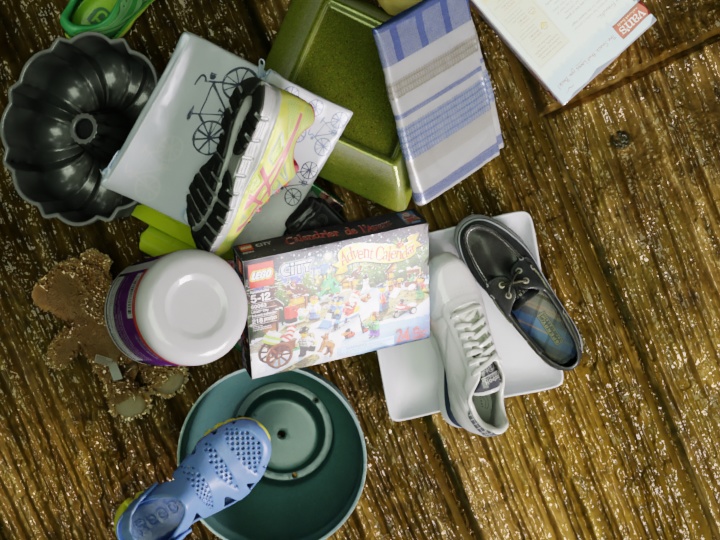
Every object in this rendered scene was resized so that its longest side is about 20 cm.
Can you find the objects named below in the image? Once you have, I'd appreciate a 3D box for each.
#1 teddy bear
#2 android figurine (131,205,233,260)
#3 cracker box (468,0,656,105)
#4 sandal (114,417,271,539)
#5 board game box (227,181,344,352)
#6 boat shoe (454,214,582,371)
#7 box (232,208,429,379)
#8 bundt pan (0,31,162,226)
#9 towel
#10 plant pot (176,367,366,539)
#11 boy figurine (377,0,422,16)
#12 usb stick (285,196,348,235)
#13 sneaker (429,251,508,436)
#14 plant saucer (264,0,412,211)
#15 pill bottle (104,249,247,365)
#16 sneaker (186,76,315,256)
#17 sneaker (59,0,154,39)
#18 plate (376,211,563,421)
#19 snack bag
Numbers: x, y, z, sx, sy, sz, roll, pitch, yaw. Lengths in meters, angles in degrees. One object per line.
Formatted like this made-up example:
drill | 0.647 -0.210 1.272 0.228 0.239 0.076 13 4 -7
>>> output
teddy bear | -0.273 0.071 1.629 0.200 0.067 0.145 40 110 -9
android figurine | -0.165 -0.087 1.585 0.199 0.041 0.183 28 95 15
cracker box | 0.197 -0.294 1.575 0.134 0.058 0.200 -41 95 6
sandal | -0.171 0.227 1.503 0.200 0.087 0.080 -42 92 5
board game box | -0.127 -0.031 1.626 0.134 0.029 0.201 35 97 -4
boat shoe | 0.174 0.024 1.588 0.068 0.057 0.200 -38 96 5
box | -0.027 0.024 1.512 0.198 0.038 0.138 -13 121 -17
bundt pan | -0.274 -0.145 1.561 0.200 0.076 0.204 -1 88 18
towel | 0.082 -0.184 1.543 0.147 0.024 0.201 -36 121 -35
plant pot | -0.089 0.188 1.604 0.198 0.134 0.202 0 98 3
boy figurine | -0.010 -0.337 1.559 0.199 0.064 0.125 28 65 -5
usb stick | 0.000 0.000 1.563 0.055 0.033 0.200 -44 119 4
sneaker | 0.116 0.078 1.575 0.076 0.080 0.202 -19 103 -19
plant saucer | -0.004 -0.193 1.559 0.198 0.048 0.201 24 77 -5
pill bottle | -0.194 0.040 1.504 0.112 0.200 0.114 1 86 -22
sneaker | -0.104 -0.091 1.461 0.090 0.078 0.201 4 127 -39
sneaker | -0.239 -0.313 1.554 0.074 0.084 0.200 39 96 8
plate | 0.109 0.049 1.637 0.198 0.032 0.202 -12 98 2
snack bag | -0.134 -0.124 1.489 0.199 0.021 0.189 26 106 -24
